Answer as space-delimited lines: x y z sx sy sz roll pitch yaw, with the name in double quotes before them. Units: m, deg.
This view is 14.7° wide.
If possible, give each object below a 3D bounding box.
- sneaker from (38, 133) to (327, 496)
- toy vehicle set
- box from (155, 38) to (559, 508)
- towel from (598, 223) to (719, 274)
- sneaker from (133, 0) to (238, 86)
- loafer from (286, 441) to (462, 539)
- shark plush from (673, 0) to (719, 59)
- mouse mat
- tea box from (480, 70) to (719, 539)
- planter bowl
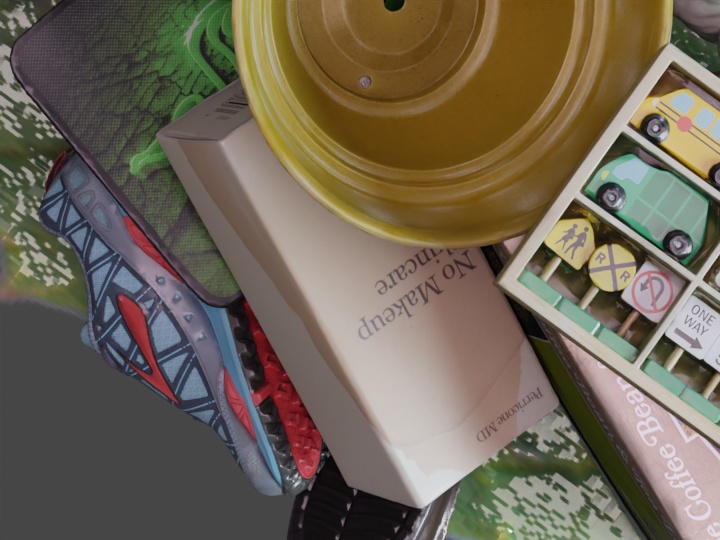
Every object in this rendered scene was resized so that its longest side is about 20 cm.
"sneaker" -0.087 0.024 1.365 0.095 0.079 0.201 -26 93 30
"toy vehicle set" 0.171 0.013 1.174 0.200 0.027 0.125 35 88 -2
"box" 0.000 0.000 1.291 0.095 0.078 0.201 -36 110 -19
"towel" 0.211 0.012 1.200 0.149 0.031 0.200 -43 94 -6
"sneaker" -0.056 -0.108 1.364 0.088 0.075 0.200 -38 97 -17
"loafer" 0.001 0.155 1.379 0.073 0.071 0.201 18 81 31
"shark plush" 0.187 -0.140 1.298 0.091 0.200 0.083 45 102 19
"mouse mat" -0.047 -0.102 1.324 0.200 0.008 0.161 -43 98 -17
"tea box" 0.153 0.027 1.309 0.133 0.197 0.201 -32 94 -1
"planter bowl" 0.027 -0.114 1.198 0.199 0.083 0.202 -3 100 -21
